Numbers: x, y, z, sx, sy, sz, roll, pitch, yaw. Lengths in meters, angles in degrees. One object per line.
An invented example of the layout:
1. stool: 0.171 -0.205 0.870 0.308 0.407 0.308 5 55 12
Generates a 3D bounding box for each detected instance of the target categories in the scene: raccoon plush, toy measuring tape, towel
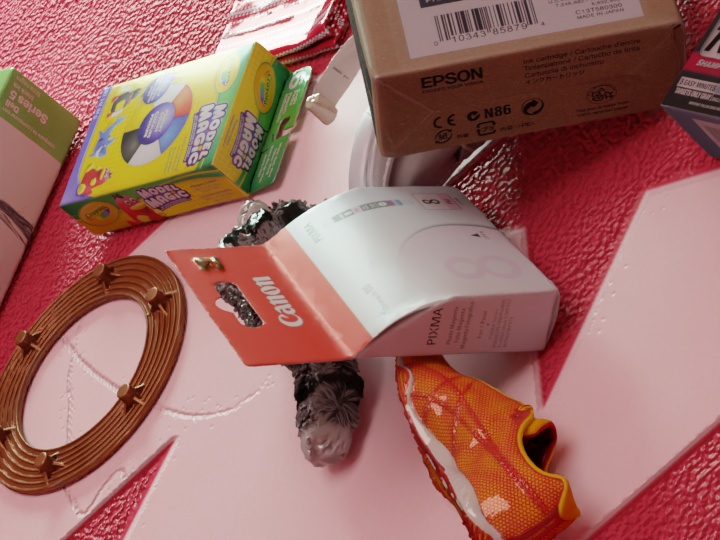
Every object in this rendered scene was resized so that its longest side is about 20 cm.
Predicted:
1. raccoon plush: -0.062 0.043 1.803 0.134 0.096 0.201 -38 40 58
2. toy measuring tape: 0.038 -0.184 1.913 0.200 0.074 0.073 -55 34 -7
3. towel: -0.044 -0.239 2.100 0.144 0.022 0.201 -14 49 43

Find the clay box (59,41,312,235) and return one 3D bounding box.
1. clay box: -0.130 -0.100 2.043 0.199 0.048 0.115 -14 48 42

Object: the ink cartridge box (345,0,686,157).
1. ink cartridge box: 0.094 -0.166 1.736 0.199 0.075 0.165 -11 47 -2

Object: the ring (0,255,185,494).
1. ring: -0.207 0.072 1.994 0.200 0.019 0.201 -31 38 28

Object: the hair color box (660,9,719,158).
1. hair color box: 0.275 -0.157 1.622 0.099 0.061 0.201 18 72 54

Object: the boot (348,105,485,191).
1. boot: 0.070 -0.112 1.799 0.095 0.074 0.201 -1 53 47

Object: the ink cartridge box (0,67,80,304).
1. ink cartridge box: -0.330 -0.051 2.192 0.145 0.084 0.201 -8 52 45

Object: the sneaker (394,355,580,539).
1. sneaker: 0.074 0.102 1.618 0.077 0.073 0.200 -27 39 -5

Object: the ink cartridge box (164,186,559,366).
1. ink cartridge box: 0.000 0.000 1.683 0.163 0.199 0.057 -130 48 -55
